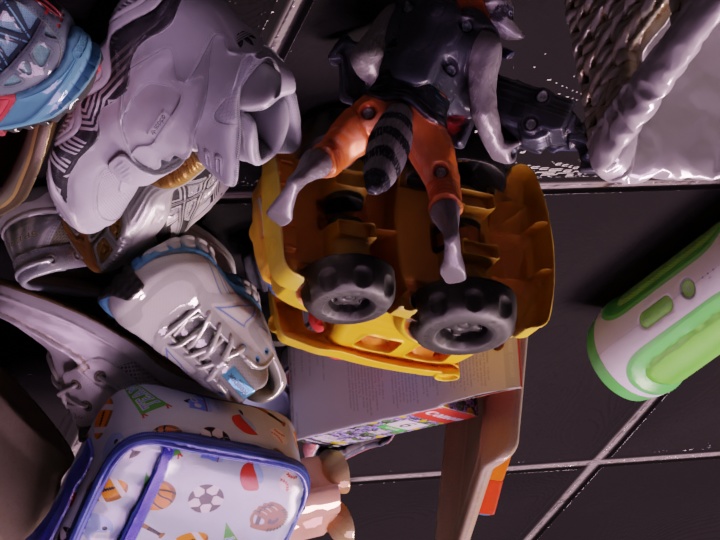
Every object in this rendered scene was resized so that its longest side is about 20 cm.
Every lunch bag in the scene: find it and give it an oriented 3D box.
[{"bbox_3d":[-0.133,0.173,1.783,0.159,0.076,0.201,11,123,-26],"label":"lunch bag"}]

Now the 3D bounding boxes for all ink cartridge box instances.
[{"bbox_3d":[0.040,0.053,1.881,0.199,0.110,0.050,-14,161,35],"label":"ink cartridge box"}]

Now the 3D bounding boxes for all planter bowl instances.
[{"bbox_3d":[-0.285,0.134,1.878,0.135,0.200,0.200,-42,151,0],"label":"planter bowl"}]

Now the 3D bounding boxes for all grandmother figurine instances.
[{"bbox_3d":[-0.104,0.173,1.893,0.199,0.122,0.060,-13,-171,-24],"label":"grandmother figurine"}]

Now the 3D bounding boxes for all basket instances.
[{"bbox_3d":[0.233,-0.165,1.517,0.199,0.162,0.198,-3,153,-22],"label":"basket"}]

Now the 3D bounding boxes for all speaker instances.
[{"bbox_3d":[0.256,0.021,1.995,0.088,0.089,0.200,7,148,-35],"label":"speaker"}]

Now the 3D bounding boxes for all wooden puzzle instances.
[{"bbox_3d":[0.096,0.092,1.949,0.037,0.186,0.200,10,152,-6],"label":"wooden puzzle"}]

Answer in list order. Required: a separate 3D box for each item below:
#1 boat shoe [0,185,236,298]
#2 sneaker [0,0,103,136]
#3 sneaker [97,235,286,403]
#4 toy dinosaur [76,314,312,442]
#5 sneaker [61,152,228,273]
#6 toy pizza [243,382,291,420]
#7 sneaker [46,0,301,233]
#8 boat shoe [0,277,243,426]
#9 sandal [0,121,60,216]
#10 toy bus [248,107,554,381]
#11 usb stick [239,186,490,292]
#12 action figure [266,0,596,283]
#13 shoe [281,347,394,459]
[{"bbox_3d":[-0.158,-0.001,1.778,0.074,0.065,0.201,-28,151,29],"label":"boat shoe"},{"bbox_3d":[-0.247,-0.120,1.511,0.199,0.080,0.096,-17,128,21],"label":"sneaker"},{"bbox_3d":[-0.096,0.040,1.735,0.075,0.087,0.200,-38,156,12],"label":"sneaker"},{"bbox_3d":[-0.127,0.050,1.910,0.199,0.077,0.102,-25,172,0],"label":"toy dinosaur"},{"bbox_3d":[-0.112,-0.077,1.660,0.087,0.076,0.200,-19,163,-41],"label":"sneaker"},{"bbox_3d":[-0.136,0.134,1.918,0.199,0.032,0.201,-28,151,-17],"label":"toy pizza"},{"bbox_3d":[-0.106,-0.075,1.544,0.075,0.115,0.201,-31,156,-47],"label":"sneaker"},{"bbox_3d":[-0.170,0.072,1.775,0.199,0.070,0.071,31,178,-24],"label":"boat shoe"},{"bbox_3d":[-0.221,-0.074,1.606,0.054,0.081,0.200,25,144,-18],"label":"sandal"},{"bbox_3d":[0.000,0.000,1.765,0.199,0.137,0.192,12,150,-26],"label":"toy bus"},{"bbox_3d":[0.016,-0.024,1.849,0.199,0.033,0.056,-12,153,-1],"label":"usb stick"},{"bbox_3d":[0.058,-0.093,1.556,0.199,0.194,0.105,12,151,15],"label":"action figure"},{"bbox_3d":[0.023,0.068,1.972,0.071,0.092,0.200,14,144,-44],"label":"shoe"}]
